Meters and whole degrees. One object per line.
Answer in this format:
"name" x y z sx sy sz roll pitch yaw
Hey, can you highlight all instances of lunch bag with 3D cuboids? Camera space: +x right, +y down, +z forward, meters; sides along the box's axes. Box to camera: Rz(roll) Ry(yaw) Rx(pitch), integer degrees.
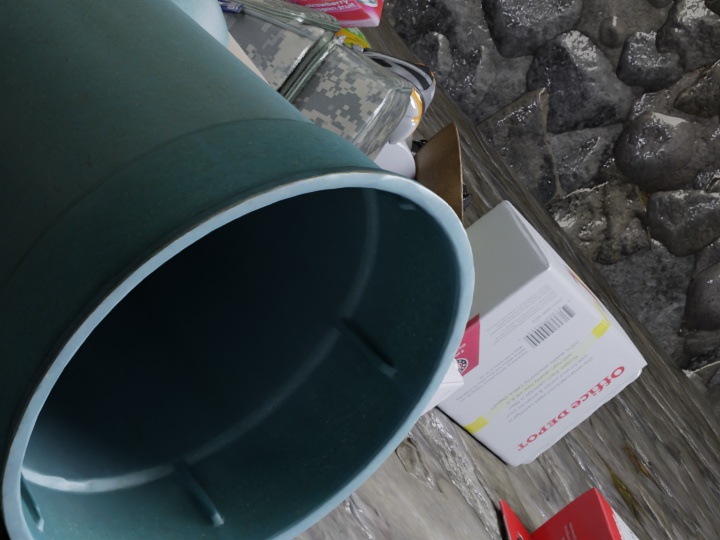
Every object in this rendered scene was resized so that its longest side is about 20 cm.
"lunch bag" -0.065 -0.132 1.598 0.168 0.140 0.200 35 7 4

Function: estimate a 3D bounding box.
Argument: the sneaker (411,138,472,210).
"sneaker" 0.035 -0.101 2.094 0.200 0.091 0.076 41 16 -47

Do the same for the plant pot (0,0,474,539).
"plant pot" -0.092 -0.014 0.837 0.196 0.200 0.200 49 6 34

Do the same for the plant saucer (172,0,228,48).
"plant saucer" -0.163 -0.185 1.283 0.200 0.039 0.201 21 35 -15

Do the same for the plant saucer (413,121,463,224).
"plant saucer" 0.061 -0.026 1.833 0.200 0.035 0.201 -179 -90 -88

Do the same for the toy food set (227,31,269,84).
"toy food set" -0.129 -0.105 1.327 0.200 0.060 0.143 52 35 4

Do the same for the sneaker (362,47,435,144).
"sneaker" -0.031 -0.150 1.754 0.199 0.079 0.077 16 32 22

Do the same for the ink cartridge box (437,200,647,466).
"ink cartridge box" 0.119 0.055 1.732 0.200 0.145 0.084 42 12 -50

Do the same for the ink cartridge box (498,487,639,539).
"ink cartridge box" 0.192 0.243 1.605 0.200 0.067 0.116 49 9 -16

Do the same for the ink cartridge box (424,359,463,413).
"ink cartridge box" -0.026 0.032 1.273 0.147 0.086 0.200 54 8 10

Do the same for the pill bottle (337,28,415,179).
"pill bottle" -0.019 -0.129 1.856 0.111 0.111 0.200 46 11 -35

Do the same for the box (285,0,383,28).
"box" -0.084 -0.249 1.702 0.100 0.199 0.096 38 57 -55
